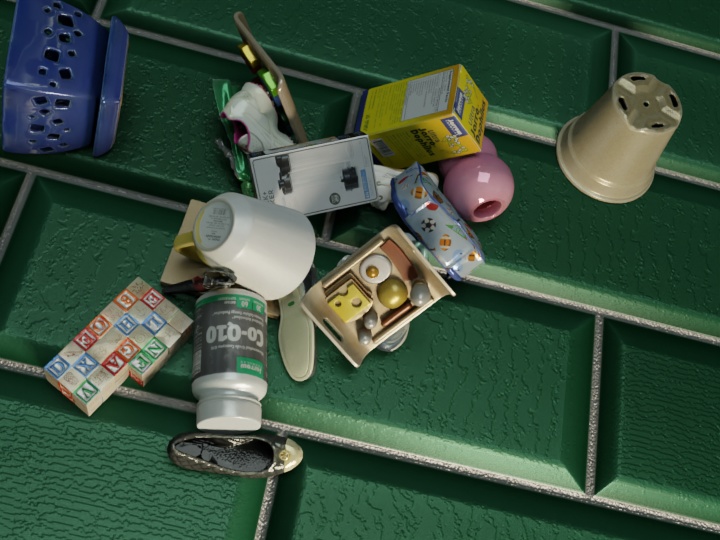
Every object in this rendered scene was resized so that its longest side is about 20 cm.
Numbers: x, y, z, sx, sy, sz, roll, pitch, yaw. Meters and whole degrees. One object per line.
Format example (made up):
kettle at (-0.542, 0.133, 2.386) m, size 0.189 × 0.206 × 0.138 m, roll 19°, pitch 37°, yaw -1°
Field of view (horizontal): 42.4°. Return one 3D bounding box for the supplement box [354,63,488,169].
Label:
supplement box at (0.104, -0.260, 1.606) m, size 0.200 × 0.110 × 0.109 m, roll -8°, pitch 57°, yaw 33°

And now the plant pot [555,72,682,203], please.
plant pot at (0.486, -0.255, 1.703) m, size 0.200 × 0.184 × 0.201 m, roll 5°, pitch 64°, yaw -10°

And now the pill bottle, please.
pill bottle at (-0.196, 0.138, 1.400) m, size 0.113 × 0.113 × 0.201 m, roll 2°, pitch 64°, yaw -11°

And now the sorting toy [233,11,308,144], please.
sorting toy at (-0.155, -0.315, 1.578) m, size 0.036 × 0.185 × 0.200 m, roll -28°, pitch 59°, yaw -4°

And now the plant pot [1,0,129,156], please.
plant pot at (-0.480, -0.309, 1.518) m, size 0.179 × 0.200 × 0.201 m, roll 7°, pitch 63°, yaw -17°

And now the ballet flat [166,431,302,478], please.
ballet flat at (-0.184, 0.272, 1.364) m, size 0.199 × 0.057 × 0.067 m, roll 3°, pitch 79°, yaw -9°

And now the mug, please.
mug at (-0.185, -0.035, 1.407) m, size 0.186 × 0.153 × 0.150 m, roll -39°, pitch 57°, yaw 18°

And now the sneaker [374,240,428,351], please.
sneaker at (0.061, 0.035, 1.521) m, size 0.077 × 0.086 × 0.200 m, roll 19°, pitch 62°, yaw -1°

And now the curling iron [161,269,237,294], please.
curling iron at (-0.250, 0.019, 1.408) m, size 0.049 × 0.200 × 0.026 m, roll 14°, pitch 77°, yaw -35°

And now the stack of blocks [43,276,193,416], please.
stack of blocks at (-0.361, 0.121, 1.403) m, size 0.115 × 0.059 × 0.200 m, roll 38°, pitch 63°, yaw 7°

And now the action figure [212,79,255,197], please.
action figure at (-0.207, -0.219, 1.595) m, size 0.118 × 0.055 × 0.201 m, roll 3°, pitch 72°, yaw -57°

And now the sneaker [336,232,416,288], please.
sneaker at (0.000, 0.000, 1.486) m, size 0.200 × 0.073 × 0.071 m, roll -43°, pitch 75°, yaw 13°

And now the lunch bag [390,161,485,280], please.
lunch bag at (0.128, -0.080, 1.540) m, size 0.075 × 0.160 × 0.200 m, roll -35°, pitch 108°, yaw 11°

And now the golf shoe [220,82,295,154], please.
golf shoe at (-0.166, -0.214, 1.564) m, size 0.091 × 0.075 × 0.200 m, roll -42°, pitch 119°, yaw -24°

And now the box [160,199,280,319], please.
box at (-0.208, -0.021, 1.527) m, size 0.199 × 0.021 × 0.164 m, roll 16°, pitch 62°, yaw -3°

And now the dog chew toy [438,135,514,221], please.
dog chew toy at (0.194, -0.186, 1.647) m, size 0.124 × 0.125 × 0.200 m, roll -8°, pitch 58°, yaw -16°

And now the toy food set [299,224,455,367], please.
toy food set at (0.025, 0.042, 1.420) m, size 0.200 × 0.060 × 0.144 m, roll -38°, pitch 106°, yaw 14°

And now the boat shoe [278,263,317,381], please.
boat shoe at (-0.090, 0.075, 1.476) m, size 0.068 × 0.072 × 0.201 m, roll 9°, pitch 70°, yaw -53°

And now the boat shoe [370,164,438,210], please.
boat shoe at (0.039, -0.140, 1.612) m, size 0.199 × 0.071 × 0.070 m, roll 3°, pitch 76°, yaw -8°

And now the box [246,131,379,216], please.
box at (-0.078, -0.152, 1.530) m, size 0.199 × 0.060 × 0.117 m, roll -11°, pitch 106°, yaw -8°
